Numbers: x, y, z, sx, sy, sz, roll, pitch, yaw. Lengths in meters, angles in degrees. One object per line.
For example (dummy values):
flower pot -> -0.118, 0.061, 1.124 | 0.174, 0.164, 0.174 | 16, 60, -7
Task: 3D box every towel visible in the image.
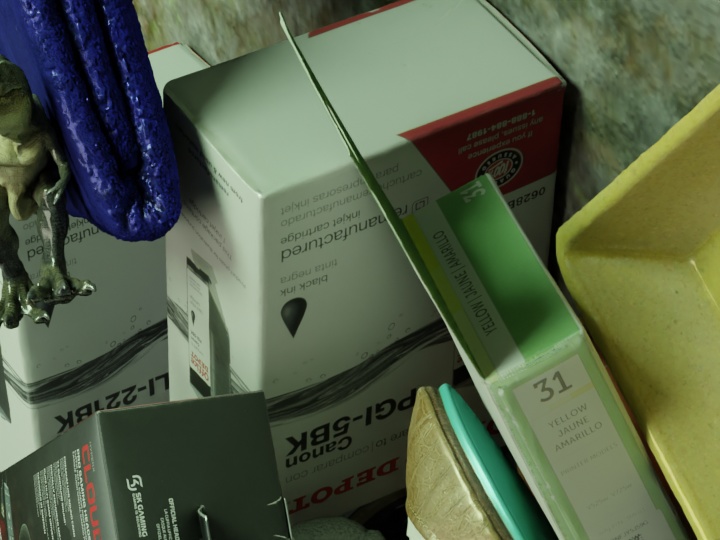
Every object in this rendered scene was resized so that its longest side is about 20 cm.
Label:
towel -> -0.116, -0.089, 1.193 | 0.200, 0.049, 0.148 | -155, 43, -76

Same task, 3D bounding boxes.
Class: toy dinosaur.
toy dinosaur -> -0.135, -0.025, 1.160 | 0.200, 0.047, 0.088 | 115, 146, -78

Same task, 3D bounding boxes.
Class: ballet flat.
ballet flat -> 0.062, 0.137, 1.111 | 0.200, 0.072, 0.068 | 52, -171, 17

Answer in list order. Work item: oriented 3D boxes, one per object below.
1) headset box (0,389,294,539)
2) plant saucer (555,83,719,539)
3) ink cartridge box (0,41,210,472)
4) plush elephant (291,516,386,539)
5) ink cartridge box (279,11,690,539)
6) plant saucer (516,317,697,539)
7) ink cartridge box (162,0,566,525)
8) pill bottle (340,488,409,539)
headset box -> -0.084, 0.137, 1.193 | 0.200, 0.075, 0.149 | 150, 111, -66
plant saucer -> 0.172, 0.025, 0.955 | 0.200, 0.048, 0.200 | -45, 67, 49
ink cartridge box -> -0.125, 0.006, 1.479 | 0.084, 0.144, 0.200 | 43, 146, 43
plush elephant -> 0.038, 0.211, 1.205 | 0.200, 0.164, 0.155 | 83, -163, -60
ink cartridge box -> 0.044, 0.002, 1.059 | 0.200, 0.048, 0.146 | 63, 180, -27
plant saucer -> 0.130, 0.110, 1.176 | 0.200, 0.032, 0.201 | 46, 148, 39
ink cartridge box -> 0.000, 0.000, 1.213 | 0.083, 0.147, 0.200 | 48, 150, 39
pill bottle -> -0.014, 0.128, 1.391 | 0.200, 0.112, 0.112 | 29, 135, 55
